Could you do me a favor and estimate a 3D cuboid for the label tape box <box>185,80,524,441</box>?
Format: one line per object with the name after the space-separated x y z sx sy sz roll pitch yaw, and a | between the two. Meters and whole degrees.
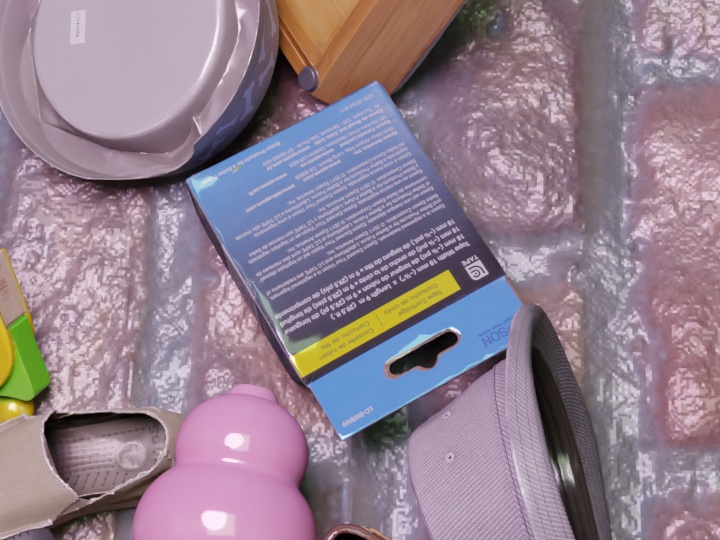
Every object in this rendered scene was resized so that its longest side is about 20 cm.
0.000 0.000 1.010 0.144 0.063 0.201 -28 70 -10 | label tape box

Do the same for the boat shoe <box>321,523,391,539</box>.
0.047 0.224 0.914 0.200 0.070 0.070 40 70 14 | boat shoe

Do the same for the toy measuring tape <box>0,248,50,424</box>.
-0.251 0.008 0.984 0.073 0.074 0.201 -20 103 -7 | toy measuring tape

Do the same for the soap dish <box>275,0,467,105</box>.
-0.019 -0.222 1.052 0.081 0.157 0.200 -14 64 -44 | soap dish

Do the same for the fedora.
0.082 0.123 0.907 0.090 0.177 0.201 -17 38 14 | fedora

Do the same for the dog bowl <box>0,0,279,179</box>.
-0.142 -0.152 1.043 0.199 0.059 0.201 -4 80 23 | dog bowl

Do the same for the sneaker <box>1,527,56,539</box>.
-0.239 0.245 0.921 0.199 0.060 0.104 -34 72 -8 | sneaker

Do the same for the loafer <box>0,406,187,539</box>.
-0.193 0.119 0.963 0.199 0.068 0.076 -16 66 -7 | loafer

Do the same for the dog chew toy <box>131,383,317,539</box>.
-0.079 0.163 0.909 0.124 0.125 0.201 9 71 5 | dog chew toy
